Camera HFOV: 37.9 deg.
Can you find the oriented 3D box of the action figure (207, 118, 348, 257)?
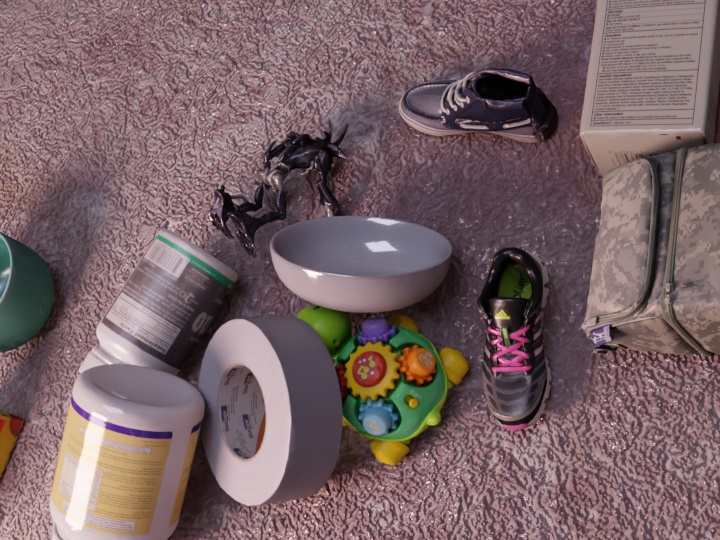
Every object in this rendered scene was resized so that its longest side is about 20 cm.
[{"bbox_3d":[-0.087,-0.101,1.273,0.200,0.102,0.119,-40,45,-26],"label":"action figure"}]

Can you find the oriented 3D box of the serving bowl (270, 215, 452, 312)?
[{"bbox_3d":[0.000,0.000,1.157,0.200,0.200,0.066,14,113,29],"label":"serving bowl"}]

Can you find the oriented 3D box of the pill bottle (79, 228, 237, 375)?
[{"bbox_3d":[-0.246,0.060,1.269,0.113,0.113,0.200,29,84,31],"label":"pill bottle"}]

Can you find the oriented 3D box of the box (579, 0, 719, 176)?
[{"bbox_3d":[0.317,-0.210,1.118,0.128,0.109,0.200,3,70,26],"label":"box"}]

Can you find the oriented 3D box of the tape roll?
[{"bbox_3d":[-0.102,0.150,1.133,0.200,0.066,0.201,1,91,55],"label":"tape roll"}]

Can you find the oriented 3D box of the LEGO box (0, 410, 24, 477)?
[{"bbox_3d":[-0.529,0.253,1.302,0.077,0.149,0.200,11,74,29],"label":"LEGO box"}]

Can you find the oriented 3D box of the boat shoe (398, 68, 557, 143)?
[{"bbox_3d":[0.124,-0.203,1.215,0.200,0.093,0.075,9,73,28],"label":"boat shoe"}]

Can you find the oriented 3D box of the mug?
[{"bbox_3d":[-0.499,0.034,1.399,0.185,0.114,0.152,-7,67,23],"label":"mug"}]

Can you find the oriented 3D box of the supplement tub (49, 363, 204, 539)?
[{"bbox_3d":[-0.262,0.219,1.164,0.145,0.145,0.200,22,104,31],"label":"supplement tub"}]

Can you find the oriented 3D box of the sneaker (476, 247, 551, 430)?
[{"bbox_3d":[0.156,0.063,1.093,0.074,0.087,0.200,-2,69,24],"label":"sneaker"}]

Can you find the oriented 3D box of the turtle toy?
[{"bbox_3d":[0.010,0.106,1.136,0.200,0.101,0.146,35,86,32],"label":"turtle toy"}]

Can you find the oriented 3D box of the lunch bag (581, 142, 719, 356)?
[{"bbox_3d":[0.310,-0.015,1.032,0.168,0.139,0.200,-6,65,40],"label":"lunch bag"}]
